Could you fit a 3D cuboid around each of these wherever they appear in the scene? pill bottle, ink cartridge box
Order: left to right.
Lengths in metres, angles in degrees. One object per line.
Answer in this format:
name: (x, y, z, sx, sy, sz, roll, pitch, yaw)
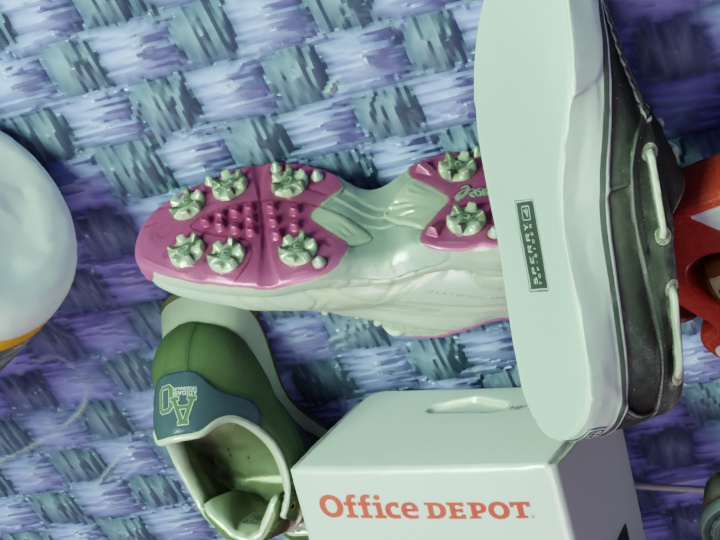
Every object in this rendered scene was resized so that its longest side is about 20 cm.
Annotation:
pill bottle: (-0.223, 0.025, 0.821, 0.116, 0.117, 0.200, 30, 132, -21)
ink cartridge box: (0.065, 0.165, 0.870, 0.145, 0.084, 0.201, -5, 109, 32)

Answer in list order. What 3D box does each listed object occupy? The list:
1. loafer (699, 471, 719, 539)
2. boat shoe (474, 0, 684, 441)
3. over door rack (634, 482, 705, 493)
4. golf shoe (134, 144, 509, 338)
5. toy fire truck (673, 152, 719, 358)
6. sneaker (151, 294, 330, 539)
loafer: (0.260, 0.114, 0.871, 0.198, 0.063, 0.072, 5, 137, -3)
boat shoe: (0.091, -0.035, 0.713, 0.063, 0.071, 0.202, -10, 100, -27)
over door rack: (0.153, 0.166, 0.946, 0.198, 0.067, 0.148, 13, 135, -5)
golf shoe: (0.000, 0.000, 0.796, 0.198, 0.076, 0.092, -3, 138, 12)
toy fire truck: (0.205, 0.015, 0.767, 0.199, 0.113, 0.168, 27, 154, -22)
sneaker: (-0.050, 0.106, 0.895, 0.067, 0.090, 0.201, -14, 132, 20)
